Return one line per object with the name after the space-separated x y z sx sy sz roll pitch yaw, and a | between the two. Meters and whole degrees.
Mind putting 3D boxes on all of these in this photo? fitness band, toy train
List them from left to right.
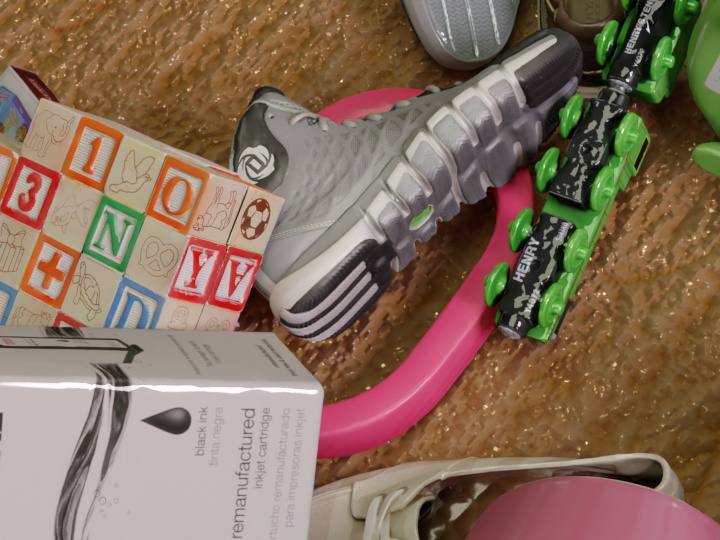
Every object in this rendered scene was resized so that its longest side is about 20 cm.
0.000 0.000 1.036 0.143 0.037 0.200 30 71 21 | fitness band
0.114 -0.055 1.012 0.041 0.056 0.201 21 79 23 | toy train

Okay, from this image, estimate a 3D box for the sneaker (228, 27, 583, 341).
0.006 -0.069 1.011 0.200 0.075 0.115 -42 63 -14 | sneaker

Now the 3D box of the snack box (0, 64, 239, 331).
-0.140 -0.014 1.052 0.072 0.024 0.200 -51 59 17 | snack box

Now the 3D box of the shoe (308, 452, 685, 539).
0.049 0.111 0.951 0.198 0.053 0.070 -7 59 6 | shoe

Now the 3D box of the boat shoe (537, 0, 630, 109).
0.120 -0.187 1.095 0.074 0.075 0.204 -7 60 6 | boat shoe

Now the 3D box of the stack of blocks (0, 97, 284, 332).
-0.144 -0.019 1.004 0.199 0.058 0.116 24 95 34 | stack of blocks

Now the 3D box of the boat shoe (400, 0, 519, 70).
0.039 -0.198 1.125 0.073 0.067 0.202 0 78 -24 | boat shoe

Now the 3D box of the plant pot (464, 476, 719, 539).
0.083 0.189 0.833 0.198 0.201 0.180 10 48 15 | plant pot

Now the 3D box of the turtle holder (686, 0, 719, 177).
0.252 -0.105 0.990 0.184 0.142 0.132 6 44 26 | turtle holder

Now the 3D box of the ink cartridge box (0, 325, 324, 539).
-0.127 0.103 0.887 0.198 0.147 0.084 1 15 -19 | ink cartridge box
